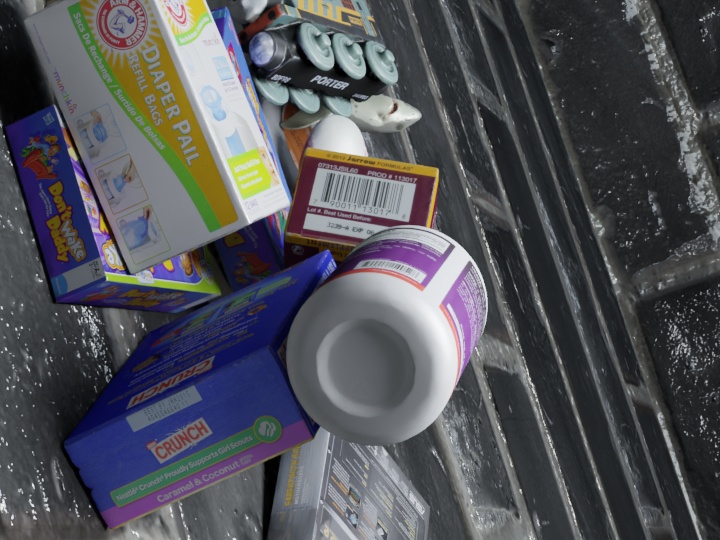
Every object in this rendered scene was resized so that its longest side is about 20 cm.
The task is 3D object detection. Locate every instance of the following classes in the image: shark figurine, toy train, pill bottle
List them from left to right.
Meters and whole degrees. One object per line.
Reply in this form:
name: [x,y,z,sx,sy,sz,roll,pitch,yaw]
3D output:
toy train: [-0.045,-0.206,1.527,0.199,0.085,0.115,4,57,-57]
shark figurine: [-0.047,-0.190,1.662,0.216,0.127,0.090,57,-14,24]
pill bottle: [0.024,0.036,1.153,0.114,0.111,0.200,66,18,-8]

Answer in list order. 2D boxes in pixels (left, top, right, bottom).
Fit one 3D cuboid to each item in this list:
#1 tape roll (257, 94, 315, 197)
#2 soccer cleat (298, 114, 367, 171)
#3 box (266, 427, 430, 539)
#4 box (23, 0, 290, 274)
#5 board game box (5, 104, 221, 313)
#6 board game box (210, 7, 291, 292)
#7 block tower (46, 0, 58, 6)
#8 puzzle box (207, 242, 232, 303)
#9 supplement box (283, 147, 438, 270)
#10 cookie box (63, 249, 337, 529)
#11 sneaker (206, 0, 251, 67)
tape roll: [-0.080,-0.103,1.653,0.201,0.066,0.201,58,20,-35]
soccer cleat: [-0.024,-0.038,1.527,0.086,0.069,0.203,-156,-107,-76]
box: [-0.006,0.224,1.480,0.200,0.048,0.160,54,33,-40]
box: [-0.146,-0.115,1.242,0.202,0.100,0.112,67,16,-4]
board game box: [-0.183,-0.042,1.293,0.200,0.044,0.136,10,60,-71]
board game box: [-0.107,-0.096,1.413,0.135,0.044,0.202,-90,166,-54]
block tower: [-0.221,-0.226,1.378,0.054,0.057,0.202,35,39,-60]
puzzle box: [-0.145,-0.073,1.483,0.202,0.025,0.133,64,18,-18]
supplement box: [0.000,0.000,1.371,0.201,0.109,0.086,91,10,-57]
cookie box: [-0.097,0.080,1.205,0.076,0.170,0.200,61,19,-12]
sneaker: [-0.125,-0.251,1.607,0.074,0.115,0.202,49,25,-43]
